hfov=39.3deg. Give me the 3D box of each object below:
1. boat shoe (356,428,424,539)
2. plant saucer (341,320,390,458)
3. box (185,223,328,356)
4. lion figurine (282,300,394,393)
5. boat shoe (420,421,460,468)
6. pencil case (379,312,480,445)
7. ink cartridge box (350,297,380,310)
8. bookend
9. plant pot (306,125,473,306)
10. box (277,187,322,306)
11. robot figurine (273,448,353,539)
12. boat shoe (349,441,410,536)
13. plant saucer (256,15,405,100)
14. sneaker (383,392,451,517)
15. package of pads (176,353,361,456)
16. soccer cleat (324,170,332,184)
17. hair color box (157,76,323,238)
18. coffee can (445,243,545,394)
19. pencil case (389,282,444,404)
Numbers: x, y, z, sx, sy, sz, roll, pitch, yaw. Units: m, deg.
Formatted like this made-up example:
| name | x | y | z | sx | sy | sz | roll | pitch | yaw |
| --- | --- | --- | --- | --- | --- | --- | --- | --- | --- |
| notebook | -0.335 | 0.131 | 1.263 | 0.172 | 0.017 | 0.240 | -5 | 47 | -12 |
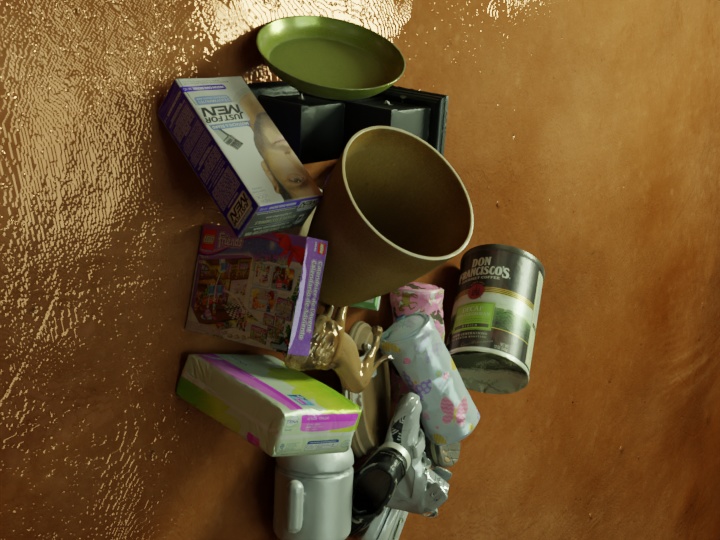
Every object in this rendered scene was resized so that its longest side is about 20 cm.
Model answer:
| name | x | y | z | sx | sy | sz | roll | pitch | yaw |
| --- | --- | --- | --- | --- | --- | --- | --- | --- | --- |
| boat shoe | 0.063 | 0.350 | 1.606 | 0.066 | 0.073 | 0.202 | 28 | 84 | -12 |
| plant saucer | 0.012 | 0.176 | 1.493 | 0.200 | 0.029 | 0.204 | -3 | 90 | -74 |
| box | -0.130 | 0.020 | 1.234 | 0.039 | 0.198 | 0.139 | 11 | 89 | -47 |
| lion figurine | -0.025 | 0.112 | 1.341 | 0.200 | 0.072 | 0.124 | 42 | 49 | -33 |
| boat shoe | 0.121 | 0.229 | 1.665 | 0.074 | 0.073 | 0.203 | 38 | 47 | -37 |
| pencil case | 0.105 | 0.164 | 1.520 | 0.090 | 0.083 | 0.202 | -30 | 106 | -4 |
| ink cartridge box | 0.000 | 0.000 | 1.458 | 0.200 | 0.058 | 0.106 | 165 | -66 | -87 |
| bookend | -0.023 | -0.191 | 1.320 | 0.198 | 0.197 | 0.094 | -15 | 116 | -46 |
| plant pot | 0.010 | -0.045 | 1.256 | 0.184 | 0.200 | 0.189 | 18 | 52 | -25 |
| box | -0.095 | -0.007 | 1.364 | 0.095 | 0.077 | 0.203 | 34 | 71 | -47 |
| robot figurine | -0.067 | 0.310 | 1.423 | 0.169 | 0.111 | 0.204 | -19 | 113 | -74 |
| boat shoe | 0.006 | 0.334 | 1.478 | 0.201 | 0.074 | 0.060 | -52 | 176 | 34 |
| plant saucer | -0.040 | -0.274 | 1.315 | 0.199 | 0.199 | 0.031 | -29 | 145 | -43 |
| sneaker | 0.087 | 0.281 | 1.508 | 0.075 | 0.113 | 0.203 | -62 | 168 | -66 |
| package of pads | -0.113 | 0.166 | 1.278 | 0.153 | 0.198 | 0.069 | 8 | 103 | -50 |
| soccer cleat | 0.016 | -0.157 | 1.493 | 0.198 | 0.067 | 0.077 | -16 | 78 | -41 |
| hair color box | -0.144 | -0.140 | 1.205 | 0.108 | 0.065 | 0.201 | -14 | 64 | -47 |
| coffee can | 0.220 | 0.081 | 1.661 | 0.146 | 0.145 | 0.203 | 46 | 47 | -43 |
| pencil case | 0.087 | 0.117 | 1.594 | 0.085 | 0.082 | 0.204 | -4 | 100 | -35 |
